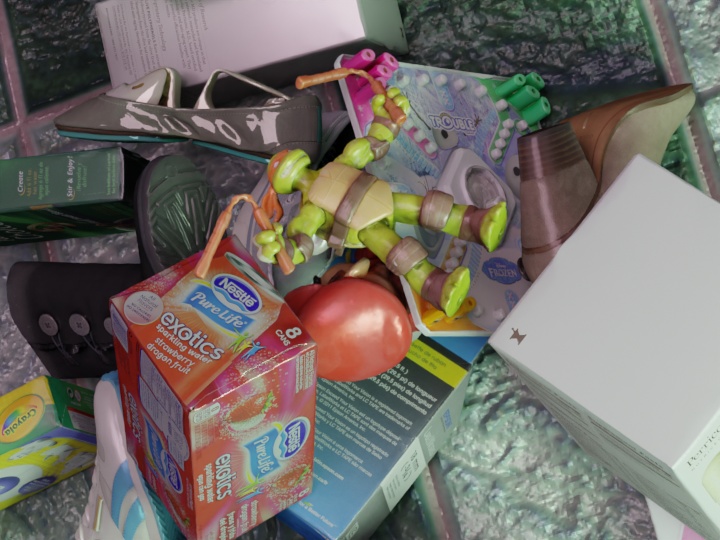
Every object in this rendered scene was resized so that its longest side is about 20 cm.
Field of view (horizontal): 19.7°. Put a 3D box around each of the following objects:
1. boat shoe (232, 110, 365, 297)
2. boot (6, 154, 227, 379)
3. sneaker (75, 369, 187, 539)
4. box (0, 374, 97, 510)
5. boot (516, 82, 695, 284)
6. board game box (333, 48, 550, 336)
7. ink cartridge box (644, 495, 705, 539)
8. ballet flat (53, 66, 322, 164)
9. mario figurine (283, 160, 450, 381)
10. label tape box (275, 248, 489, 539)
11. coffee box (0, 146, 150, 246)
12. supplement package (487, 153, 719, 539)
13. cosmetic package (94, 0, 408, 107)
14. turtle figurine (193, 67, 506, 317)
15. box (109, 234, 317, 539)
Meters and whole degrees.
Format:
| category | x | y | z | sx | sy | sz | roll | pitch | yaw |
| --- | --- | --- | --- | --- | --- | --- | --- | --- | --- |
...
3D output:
| category | x | y | z | sx | sy | sz | roll | pitch | yaw |
| --- | --- | --- | --- | --- | --- | --- | --- | --- | --- |
| boat shoe | -0.034 | -0.043 | 1.463 | 0.071 | 0.070 | 0.201 | -17 | 39 | 33 |
| boot | -0.178 | 0.001 | 1.484 | 0.200 | 0.066 | 0.165 | 0 | 112 | 45 |
| sneaker | -0.167 | 0.171 | 1.481 | 0.081 | 0.077 | 0.200 | -9 | 96 | 21 |
| box | -0.285 | 0.145 | 1.530 | 0.200 | 0.117 | 0.048 | -25 | 71 | 14 |
| boot | 0.177 | -0.038 | 1.404 | 0.070 | 0.200 | 0.146 | -11 | 98 | 51 |
| board game box | 0.084 | -0.052 | 1.400 | 0.026 | 0.200 | 0.200 | -31 | 68 | 39 |
| ink cartridge box | 0.298 | 0.178 | 1.358 | 0.196 | 0.043 | 0.200 | -20 | 71 | 14 |
| ballet flat | -0.120 | -0.113 | 1.463 | 0.200 | 0.067 | 0.064 | 9 | 95 | 16 |
| mario figurine | 0.000 | 0.000 | 1.382 | 0.123 | 0.200 | 0.106 | 42 | 133 | -2 |
| label tape box | -0.008 | 0.086 | 1.466 | 0.144 | 0.063 | 0.200 | 33 | 74 | 23 |
| coffee box | -0.244 | -0.052 | 1.556 | 0.200 | 0.123 | 0.044 | -5 | 80 | 17 |
| supplement package | 0.209 | 0.061 | 1.288 | 0.151 | 0.200 | 0.152 | 36 | 84 | 34 |
| cosmetic package | -0.078 | -0.177 | 1.525 | 0.200 | 0.108 | 0.085 | -14 | 85 | 15 |
| turtle figurine | -0.002 | -0.031 | 1.282 | 0.161 | 0.064 | 0.200 | 27 | 53 | 13 |
| box | -0.092 | 0.084 | 1.329 | 0.095 | 0.200 | 0.100 | -28 | 61 | -19 |
